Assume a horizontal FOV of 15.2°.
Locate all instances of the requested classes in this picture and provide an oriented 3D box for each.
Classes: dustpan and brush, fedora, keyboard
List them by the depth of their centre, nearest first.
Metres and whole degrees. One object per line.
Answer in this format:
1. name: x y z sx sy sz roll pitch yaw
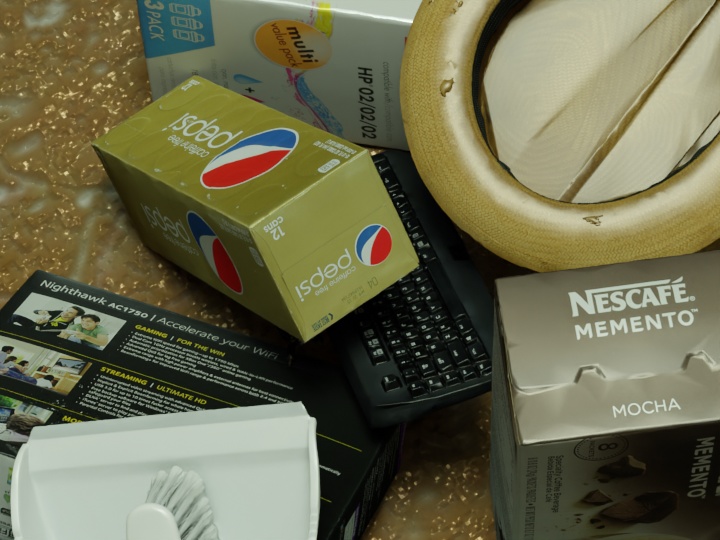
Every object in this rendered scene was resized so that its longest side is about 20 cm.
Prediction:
1. dustpan and brush: -0.076 0.164 1.133 0.139 0.057 0.202 -6 98 16
2. fedora: 0.117 -0.087 1.268 0.199 0.082 0.202 -1 79 5
3. keyboard: 0.000 0.000 1.271 0.104 0.040 0.200 -22 35 -3

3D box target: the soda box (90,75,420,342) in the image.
1. soda box: -0.054 -0.033 1.263 0.068 0.064 0.200 -34 25 -15

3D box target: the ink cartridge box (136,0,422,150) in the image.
1. ink cartridge box: -0.006 -0.121 1.342 0.199 0.115 0.068 8 61 7

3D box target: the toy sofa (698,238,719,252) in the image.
1. toy sofa: 0.248 0.030 1.269 0.097 0.083 0.200 -31 64 -13

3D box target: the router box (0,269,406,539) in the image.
1. router box: -0.092 0.080 1.235 0.199 0.051 0.149 18 33 11

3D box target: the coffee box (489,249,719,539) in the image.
1. coffee box: 0.116 0.077 1.180 0.112 0.200 0.080 -6 61 -2
